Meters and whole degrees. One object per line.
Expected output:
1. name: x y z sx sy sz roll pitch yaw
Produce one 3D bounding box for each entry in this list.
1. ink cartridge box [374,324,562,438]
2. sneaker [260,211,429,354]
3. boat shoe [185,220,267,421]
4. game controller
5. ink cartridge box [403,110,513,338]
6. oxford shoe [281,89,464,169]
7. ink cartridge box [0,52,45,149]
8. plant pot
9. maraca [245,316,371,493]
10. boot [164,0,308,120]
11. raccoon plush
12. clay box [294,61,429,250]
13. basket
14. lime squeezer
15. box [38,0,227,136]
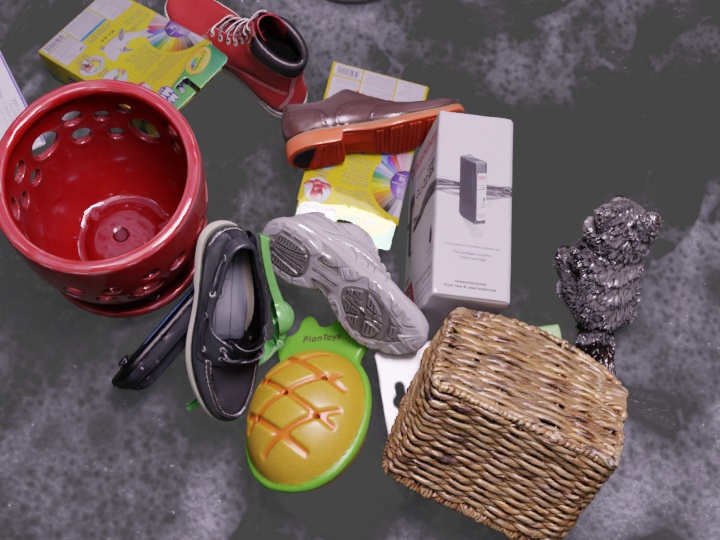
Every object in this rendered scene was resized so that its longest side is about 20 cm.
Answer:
1. ink cartridge box: 0.114 0.131 1.167 0.197 0.067 0.119 -6 73 -9
2. sneaker: 0.000 0.000 1.146 0.199 0.078 0.099 40 40 12
3. boat shoe: -0.120 0.057 1.089 0.074 0.066 0.202 -3 105 -36
4. game controller: -0.178 0.040 1.146 0.042 0.104 0.200 46 70 -16
5. ink cartridge box: 0.100 -0.044 1.183 0.082 0.144 0.203 8 69 -8
6. oxford shoe: 0.012 -0.166 1.207 0.197 0.071 0.073 -11 68 -10
7. ink cartridge box: -0.463 -0.167 1.215 0.198 0.043 0.200 -26 76 -12
8. plant pot: -0.245 -0.056 1.122 0.197 0.183 0.203 0 66 -1
9. maraca: -0.049 0.129 1.130 0.135 0.107 0.202 -5 52 22
10. boot: -0.135 -0.265 1.235 0.199 0.145 0.073 39 73 9
11. raccoon plush: 0.275 0.022 1.188 0.095 0.134 0.203 -8 72 -10
12. clay box: 0.000 -0.121 1.252 0.113 0.048 0.203 14 71 -1
13. basket: 0.139 0.146 1.098 0.198 0.150 0.143 24 39 -1
14. lime squeezer: -0.108 0.066 1.148 0.070 0.038 0.202 13 109 -40
15. box: -0.240 -0.222 1.221 0.199 0.049 0.117 32 69 32
